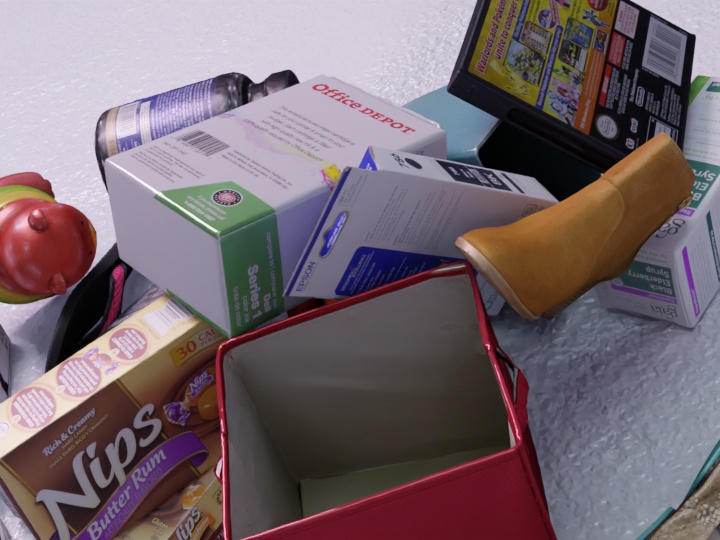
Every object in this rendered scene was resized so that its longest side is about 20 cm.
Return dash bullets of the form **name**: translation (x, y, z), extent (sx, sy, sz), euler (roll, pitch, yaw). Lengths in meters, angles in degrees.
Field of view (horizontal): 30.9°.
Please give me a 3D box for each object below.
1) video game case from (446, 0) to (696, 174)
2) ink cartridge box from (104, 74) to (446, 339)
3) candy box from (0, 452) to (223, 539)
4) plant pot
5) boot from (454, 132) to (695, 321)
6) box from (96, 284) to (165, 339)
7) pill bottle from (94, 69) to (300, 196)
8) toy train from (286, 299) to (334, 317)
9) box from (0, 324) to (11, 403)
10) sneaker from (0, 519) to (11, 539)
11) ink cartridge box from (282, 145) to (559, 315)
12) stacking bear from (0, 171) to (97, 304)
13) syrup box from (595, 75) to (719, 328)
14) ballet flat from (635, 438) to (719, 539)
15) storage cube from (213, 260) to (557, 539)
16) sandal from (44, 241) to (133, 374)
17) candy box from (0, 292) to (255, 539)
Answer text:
- **video game case**: translation (0.166, -0.158, 0.989), extent (0.179, 0.026, 0.201), euler (27, 45, -6)
- **ink cartridge box**: translation (-0.055, -0.053, 0.914), extent (0.199, 0.085, 0.144), euler (-27, 39, -32)
- **candy box**: translation (-0.179, 0.160, 0.993), extent (0.198, 0.056, 0.116), euler (14, 50, 39)
- **plant pot**: translation (0.069, -0.065, 1.054), extent (0.198, 0.142, 0.142), euler (-4, 34, 40)
- **boot**: translation (0.145, -0.036, 0.839), extent (0.144, 0.201, 0.071), euler (-44, 70, 11)
- **box**: translation (-0.123, 0.012, 1.073), extent (0.158, 0.048, 0.199), euler (-45, 13, -26)
- **pill bottle**: translation (-0.150, -0.128, 1.273), extent (0.197, 0.113, 0.113), euler (-14, 38, 12)
- **toy train**: translation (0.000, 0.000, 1.001), extent (0.084, 0.116, 0.201), euler (9, 43, -26)
- **box**: translation (-0.369, 0.122, 1.135), extent (0.115, 0.061, 0.201), euler (-23, 38, 2)
- **sneaker**: translation (-0.318, 0.197, 0.952), extent (0.076, 0.147, 0.203), euler (-29, 36, -5)
- **ink cartridge box**: translation (0.037, -0.025, 0.860), extent (0.039, 0.198, 0.100), euler (49, 120, 39)
- **stacking bear**: translation (-0.293, -0.022, 1.150), extent (0.113, 0.123, 0.199), euler (-14, 9, -27)
- **syrup box**: translation (0.256, -0.057, 0.998), extent (0.078, 0.082, 0.200), euler (14, 50, 38)
- **ballet flat**: translation (0.215, 0.158, 0.794), extent (0.065, 0.071, 0.200), euler (38, 68, 19)
- **storage cube**: translation (0.023, 0.135, 0.814), extent (0.198, 0.181, 0.172), euler (-20, 37, 7)
- **sandal**: translation (-0.227, 0.028, 1.170), extent (0.045, 0.076, 0.201), euler (24, 41, 2)
- **candy box**: translation (-0.157, 0.103, 0.908), extent (0.199, 0.118, 0.056), euler (-35, 40, -20)
